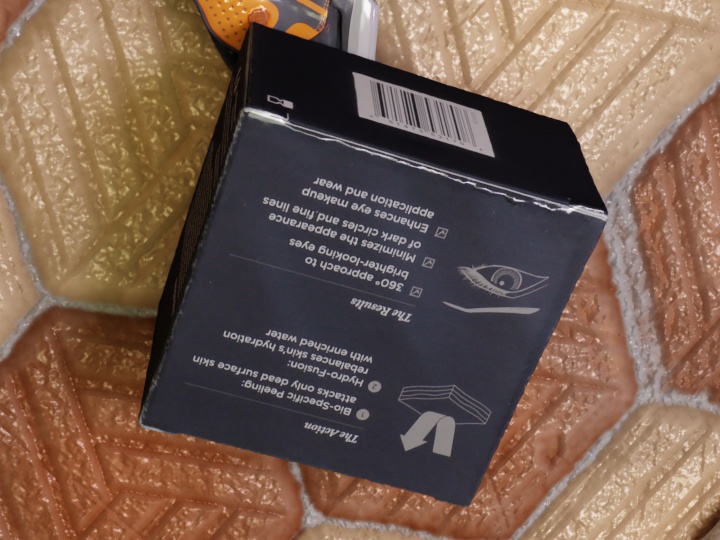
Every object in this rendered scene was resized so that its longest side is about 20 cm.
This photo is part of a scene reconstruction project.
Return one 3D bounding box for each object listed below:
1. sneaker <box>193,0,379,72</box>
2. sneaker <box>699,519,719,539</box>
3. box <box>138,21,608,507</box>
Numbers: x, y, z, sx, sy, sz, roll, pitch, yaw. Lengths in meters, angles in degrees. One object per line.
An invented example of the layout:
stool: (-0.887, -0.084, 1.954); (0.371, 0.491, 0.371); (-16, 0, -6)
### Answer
sneaker: (-0.045, -0.197, 0.771); (0.110, 0.078, 0.203); (0, 105, -10)
sneaker: (0.265, 0.182, 0.923); (0.073, 0.071, 0.200); (40, 96, -16)
box: (0.000, 0.000, 0.785); (0.194, 0.118, 0.202); (16, 118, -13)
